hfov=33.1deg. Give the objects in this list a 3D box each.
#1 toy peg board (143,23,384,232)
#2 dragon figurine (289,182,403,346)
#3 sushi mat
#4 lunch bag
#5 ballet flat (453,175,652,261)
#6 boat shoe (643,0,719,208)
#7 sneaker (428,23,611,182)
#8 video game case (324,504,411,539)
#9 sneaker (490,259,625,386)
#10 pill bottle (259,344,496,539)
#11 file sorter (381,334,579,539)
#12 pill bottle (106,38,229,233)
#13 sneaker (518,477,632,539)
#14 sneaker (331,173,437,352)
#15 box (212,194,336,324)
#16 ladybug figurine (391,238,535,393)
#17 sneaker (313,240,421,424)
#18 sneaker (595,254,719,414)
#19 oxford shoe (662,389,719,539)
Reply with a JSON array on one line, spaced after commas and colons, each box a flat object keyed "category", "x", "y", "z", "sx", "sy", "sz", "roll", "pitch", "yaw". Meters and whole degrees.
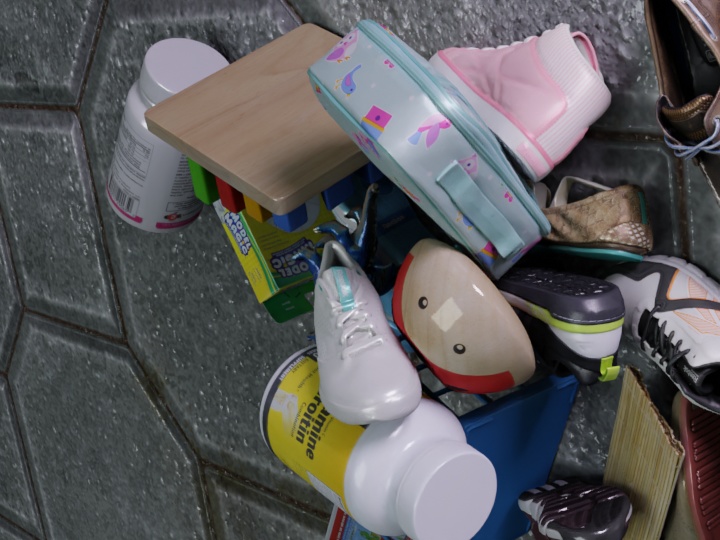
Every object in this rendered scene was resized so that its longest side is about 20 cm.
[{"category": "toy peg board", "x": -0.053, "y": -0.112, "z": 1.098, "sx": 0.199, "sy": 0.200, "sz": 0.098, "roll": 33, "pitch": 146, "yaw": 37}, {"category": "dragon figurine", "x": 0.000, "y": 0.000, "z": 1.069, "sx": 0.100, "sy": 0.059, "sz": 0.200, "roll": 53, "pitch": 137, "yaw": 8}, {"category": "sushi mat", "x": 0.220, "y": 0.175, "z": 0.971, "sx": 0.096, "sy": 0.012, "sz": 0.201, "roll": -107, "pitch": 13, "yaw": -47}, {"category": "lunch bag", "x": 0.059, "y": -0.086, "z": 0.906, "sx": 0.200, "sy": 0.077, "sz": 0.160, "roll": 42, "pitch": -176, "yaw": -47}, {"category": "ballet flat", "x": 0.155, "y": -0.042, "z": 0.981, "sx": 0.199, "sy": 0.070, "sz": 0.066, "roll": 3, "pitch": 82, "yaw": 48}, {"category": "boat shoe", "x": 0.237, "y": -0.107, "z": 0.824, "sx": 0.072, "sy": 0.072, "sz": 0.201, "roll": -21, "pitch": 90, "yaw": 54}, {"category": "sneaker", "x": 0.129, "y": -0.149, "z": 0.952, "sx": 0.075, "sy": 0.105, "sz": 0.200, "roll": 42, "pitch": -173, "yaw": -31}, {"category": "video game case", "x": 0.059, "y": 0.289, "z": 1.228, "sx": 0.199, "sy": 0.017, "sz": 0.144, "roll": 27, "pitch": 130, "yaw": 16}, {"category": "sneaker", "x": 0.146, "y": 0.044, "z": 0.963, "sx": 0.200, "sy": 0.071, "sz": 0.083, "roll": -145, "pitch": 47, "yaw": -73}, {"category": "pill bottle", "x": 0.013, "y": 0.140, "z": 0.963, "sx": 0.200, "sy": 0.112, "sz": 0.113, "roll": 27, "pitch": 127, "yaw": 50}, {"category": "file sorter", "x": 0.087, "y": 0.154, "z": 1.088, "sx": 0.123, "sy": 0.138, "sz": 0.201, "roll": 42, "pitch": 136, "yaw": 37}, {"category": "pill bottle", "x": -0.207, "y": -0.147, "z": 1.330, "sx": 0.113, "sy": 0.113, "sz": 0.200, "roll": 50, "pitch": 139, "yaw": 23}, {"category": "sneaker", "x": 0.189, "y": 0.241, "z": 0.999, "sx": 0.200, "sy": 0.075, "sz": 0.116, "roll": 121, "pitch": 133, "yaw": -88}, {"category": "sneaker", "x": 0.009, "y": -0.005, "z": 1.155, "sx": 0.200, "sy": 0.079, "sz": 0.131, "roll": 52, "pitch": 139, "yaw": 22}, {"category": "box", "x": -0.078, "y": -0.055, "z": 1.208, "sx": 0.048, "sy": 0.117, "sz": 0.201, "roll": -32, "pitch": 82, "yaw": 53}, {"category": "ladybug figurine", "x": 0.074, "y": 0.044, "z": 0.946, "sx": 0.136, "sy": 0.072, "sz": 0.200, "roll": 50, "pitch": 178, "yaw": 12}, {"category": "sneaker", "x": -0.007, "y": 0.042, "z": 0.936, "sx": 0.200, "sy": 0.075, "sz": 0.089, "roll": -118, "pitch": 15, "yaw": -62}, {"category": "sneaker", "x": 0.243, "y": 0.050, "z": 0.888, "sx": 0.200, "sy": 0.080, "sz": 0.074, "roll": 31, "pitch": 132, "yaw": 42}, {"category": "oxford shoe", "x": 0.258, "y": 0.179, "z": 0.940, "sx": 0.075, "sy": 0.070, "sz": 0.201, "roll": 8, "pitch": 111, "yaw": 57}]
